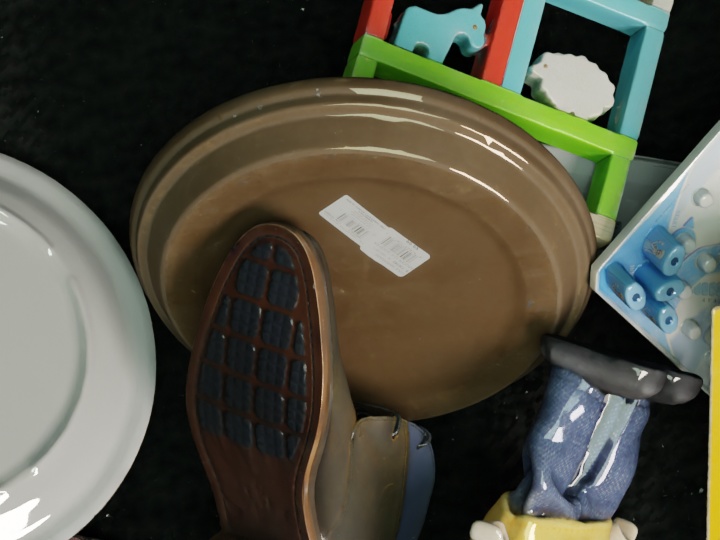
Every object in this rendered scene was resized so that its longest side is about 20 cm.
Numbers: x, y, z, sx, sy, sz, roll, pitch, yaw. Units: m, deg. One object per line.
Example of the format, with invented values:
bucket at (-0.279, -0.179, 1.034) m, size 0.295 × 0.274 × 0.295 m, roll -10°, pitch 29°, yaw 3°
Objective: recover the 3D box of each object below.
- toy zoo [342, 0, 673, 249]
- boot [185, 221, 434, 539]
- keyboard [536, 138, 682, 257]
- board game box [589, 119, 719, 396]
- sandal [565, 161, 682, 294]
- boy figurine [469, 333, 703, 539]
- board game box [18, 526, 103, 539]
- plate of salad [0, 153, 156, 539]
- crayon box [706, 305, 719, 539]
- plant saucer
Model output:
toy zoo at (0.071, -0.124, 1.160) m, size 0.130 × 0.020 × 0.201 m, roll 19°, pitch 73°, yaw -14°
boot at (-0.018, 0.064, 1.153) m, size 0.074 × 0.097 × 0.201 m, roll 18°, pitch 117°, yaw 32°
keyboard at (0.103, -0.024, 1.177) m, size 0.199 × 0.011 × 0.057 m, roll 8°, pitch 100°, yaw -17°
board game box at (0.225, -0.013, 1.172) m, size 0.200 × 0.026 × 0.200 m, roll -48°, pitch 124°, yaw 2°
sandal at (0.078, -0.021, 1.200) m, size 0.199 × 0.048 × 0.076 m, roll 7°, pitch 96°, yaw -17°
boy figurine at (0.077, 0.128, 1.139) m, size 0.064 × 0.124 × 0.201 m, roll 17°, pitch 89°, yaw 33°
board game box at (-0.098, 0.234, 1.149) m, size 0.200 × 0.097 × 0.160 m, roll 37°, pitch 95°, yaw 24°
plate of salad at (-0.186, 0.040, 1.154) m, size 0.198 × 0.048 × 0.202 m, roll 4°, pitch 67°, yaw -10°
crayon box at (0.222, 0.038, 1.150) m, size 0.199 × 0.052 × 0.127 m, roll -13°, pitch 119°, yaw -20°
plant saucer at (0.000, 0.000, 1.141) m, size 0.198 × 0.030 × 0.201 m, roll 3°, pitch 137°, yaw 3°
